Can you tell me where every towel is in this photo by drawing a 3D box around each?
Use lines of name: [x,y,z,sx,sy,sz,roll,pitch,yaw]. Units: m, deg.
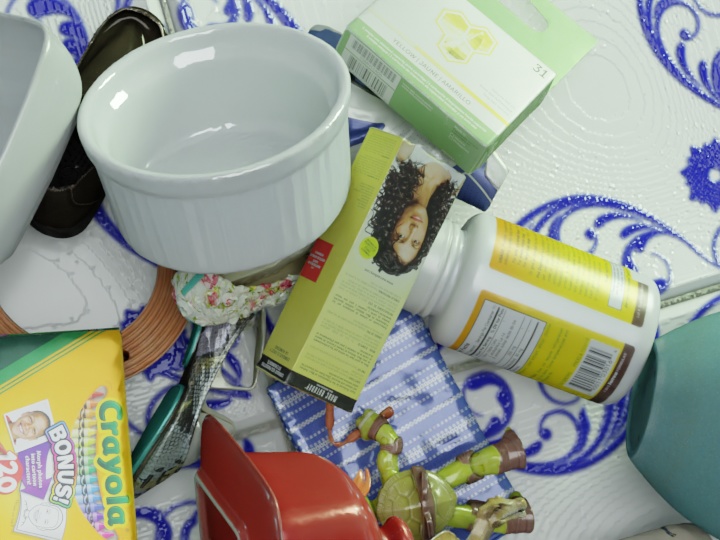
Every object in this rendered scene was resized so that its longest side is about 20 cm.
towel: [0.030,0.146,1.416,0.144,0.024,0.201,-28,89,-13]

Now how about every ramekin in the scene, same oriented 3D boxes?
ramekin: [-0.100,-0.088,1.303,0.198,0.201,0.098,-19,130,-12]

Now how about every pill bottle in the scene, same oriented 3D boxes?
pill bottle: [0.127,0.024,1.406,0.198,0.109,0.110,21,80,-8]

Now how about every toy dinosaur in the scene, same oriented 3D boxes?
toy dinosaur: [0.057,0.246,1.316,0.200,0.058,0.102,-45,131,-40]

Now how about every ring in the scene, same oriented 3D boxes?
ring: [-0.221,-0.004,1.373,0.198,0.019,0.203,3,71,-9]

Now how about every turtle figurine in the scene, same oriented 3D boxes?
turtle figurine: [0.049,0.167,1.376,0.159,0.064,0.202,-10,83,-14]

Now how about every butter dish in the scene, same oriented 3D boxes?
butter dish: [-0.030,0.213,1.293,0.146,0.200,0.202,-9,106,-18]

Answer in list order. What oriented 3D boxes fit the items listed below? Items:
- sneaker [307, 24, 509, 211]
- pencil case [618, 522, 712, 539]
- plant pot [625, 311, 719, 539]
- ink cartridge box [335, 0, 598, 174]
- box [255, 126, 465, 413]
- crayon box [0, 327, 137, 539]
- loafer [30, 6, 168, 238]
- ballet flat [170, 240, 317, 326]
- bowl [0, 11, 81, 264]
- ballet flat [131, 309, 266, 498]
sneaker: [0.011,-0.092,1.420,0.199,0.081,0.116,36,82,2]
pencil case: [0.200,0.262,1.405,0.198,0.078,0.090,-16,61,-12]
plant pot: [0.282,0.115,1.386,0.133,0.200,0.203,12,81,-1]
ink cartridge box: [0.093,-0.185,1.408,0.145,0.048,0.200,40,57,7]
box: [0.000,0.000,1.338,0.075,0.050,0.202,25,90,-37]
crayon box: [-0.225,0.148,1.283,0.117,0.058,0.203,-3,77,-15]
loafer: [-0.197,-0.121,1.370,0.072,0.071,0.202,20,69,-4]
ballet flat: [-0.056,-0.013,1.358,0.199,0.064,0.076,-29,74,-40]
bowl: [-0.293,-0.086,1.317,0.074,0.198,0.202,35,74,-43]
ballet flat: [-0.118,0.092,1.371,0.071,0.072,0.202,24,80,-7]
